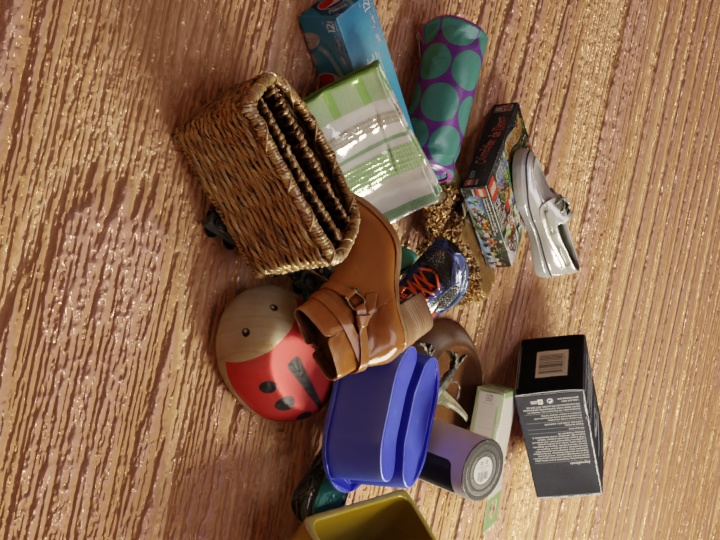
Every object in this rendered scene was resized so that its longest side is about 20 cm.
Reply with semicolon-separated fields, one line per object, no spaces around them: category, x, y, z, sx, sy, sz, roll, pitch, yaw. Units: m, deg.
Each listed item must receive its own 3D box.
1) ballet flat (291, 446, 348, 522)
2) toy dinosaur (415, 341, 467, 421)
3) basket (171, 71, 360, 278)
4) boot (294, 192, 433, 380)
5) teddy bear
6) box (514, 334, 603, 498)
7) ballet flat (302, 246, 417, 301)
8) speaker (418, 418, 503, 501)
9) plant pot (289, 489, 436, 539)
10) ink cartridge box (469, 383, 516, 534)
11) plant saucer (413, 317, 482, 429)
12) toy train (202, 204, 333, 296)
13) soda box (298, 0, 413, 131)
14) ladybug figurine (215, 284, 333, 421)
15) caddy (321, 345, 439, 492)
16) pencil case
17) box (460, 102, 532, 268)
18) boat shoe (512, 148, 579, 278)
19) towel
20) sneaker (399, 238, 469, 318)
ballet flat;-0.028;0.227;1.534;0.201;0.074;0.074;-57;136;-25
toy dinosaur;0.098;0.145;1.631;0.200;0.047;0.089;21;82;-55
basket;-0.072;-0.110;1.303;0.143;0.148;0.201;-41;108;-36
boot;-0.018;0.016;1.384;0.154;0.074;0.201;-25;79;-36
teddy bear;0.120;-0.048;1.656;0.200;0.066;0.146;58;38;-39
box;0.303;0.221;1.856;0.148;0.103;0.201;-71;151;-58
ballet flat;0.000;0.000;1.520;0.200;0.067;0.071;-36;108;-42
speaker;0.081;0.224;1.559;0.081;0.199;0.082;-14;111;-42
plant pot;-0.011;0.414;1.482;0.194;0.196;0.200;-3;143;-50
ink cartridge box;0.182;0.266;1.765;0.145;0.048;0.202;13;88;-75
plant saucer;0.115;0.168;1.715;0.200;0.036;0.202;-15;110;-47
toy train;-0.095;-0.019;1.392;0.200;0.034;0.046;34;55;-32
soda box;-0.002;-0.227;1.462;0.068;0.064;0.201;-45;129;-34
ladybug figurine;-0.088;0.105;1.413;0.136;0.072;0.200;-46;133;-14
caddy;0.016;0.168;1.464;0.141;0.104;0.202;32;68;-60
pencil case;0.097;-0.218;1.568;0.085;0.092;0.202;75;29;-81
box;0.197;-0.120;1.699;0.201;0.037;0.137;-65;143;-45
boat shoe;0.264;-0.082;1.711;0.074;0.066;0.201;-62;141;-48
towel;-0.002;-0.131;1.446;0.148;0.031;0.201;-28;124;1
sneaker;0.065;0.041;1.523;0.078;0.075;0.200;-24;154;-52
